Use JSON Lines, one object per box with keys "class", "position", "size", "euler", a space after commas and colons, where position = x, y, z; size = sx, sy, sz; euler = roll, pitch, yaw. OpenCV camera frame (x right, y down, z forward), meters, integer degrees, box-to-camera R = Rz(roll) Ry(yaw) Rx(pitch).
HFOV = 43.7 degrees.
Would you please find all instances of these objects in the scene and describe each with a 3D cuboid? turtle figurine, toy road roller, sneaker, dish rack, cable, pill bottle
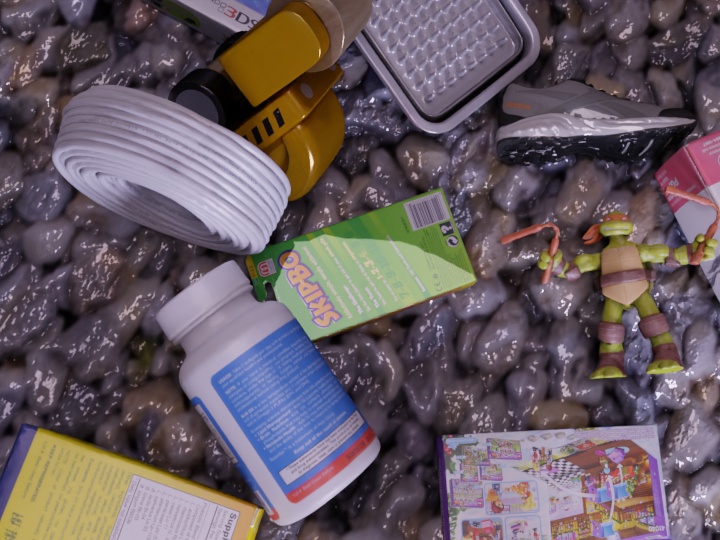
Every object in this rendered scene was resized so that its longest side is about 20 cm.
{"class": "turtle figurine", "position": [0.234, 0.016, 0.829], "size": [0.196, 0.064, 0.165], "euler": [-7, 80, 13]}
{"class": "toy road roller", "position": [-0.055, -0.157, 0.789], "size": [0.146, 0.199, 0.123], "euler": [49, 38, -16]}
{"class": "sneaker", "position": [0.227, -0.149, 0.864], "size": [0.196, 0.074, 0.081], "euler": [1, 71, -4]}
{"class": "dish rack", "position": [0.063, -0.245, 0.867], "size": [0.171, 0.043, 0.201], "euler": [-38, 95, -19]}
{"class": "cable", "position": [-0.157, -0.080, 0.749], "size": [0.198, 0.199, 0.070], "euler": [28, 75, -21]}
{"class": "pill bottle", "position": [-0.081, 0.097, 0.747], "size": [0.111, 0.112, 0.202], "euler": [-34, 89, -12]}

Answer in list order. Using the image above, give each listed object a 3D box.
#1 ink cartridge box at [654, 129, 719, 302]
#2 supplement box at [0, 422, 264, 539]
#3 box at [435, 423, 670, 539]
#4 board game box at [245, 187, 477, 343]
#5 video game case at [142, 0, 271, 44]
{"class": "ink cartridge box", "position": [0.392, -0.041, 0.844], "size": [0.144, 0.083, 0.203], "euler": [-21, 78, -10]}
{"class": "supplement box", "position": [-0.187, 0.211, 0.723], "size": [0.197, 0.110, 0.111], "euler": [20, 76, 1]}
{"class": "box", "position": [0.168, 0.210, 0.788], "size": [0.196, 0.039, 0.140], "euler": [-1, 76, -5]}
{"class": "board game box", "position": [0.000, 0.000, 0.831], "size": [0.197, 0.030, 0.097], "euler": [-19, 79, -11]}
{"class": "video game case", "position": [-0.096, -0.316, 0.892], "size": [0.179, 0.045, 0.202], "euler": [28, 76, 1]}
